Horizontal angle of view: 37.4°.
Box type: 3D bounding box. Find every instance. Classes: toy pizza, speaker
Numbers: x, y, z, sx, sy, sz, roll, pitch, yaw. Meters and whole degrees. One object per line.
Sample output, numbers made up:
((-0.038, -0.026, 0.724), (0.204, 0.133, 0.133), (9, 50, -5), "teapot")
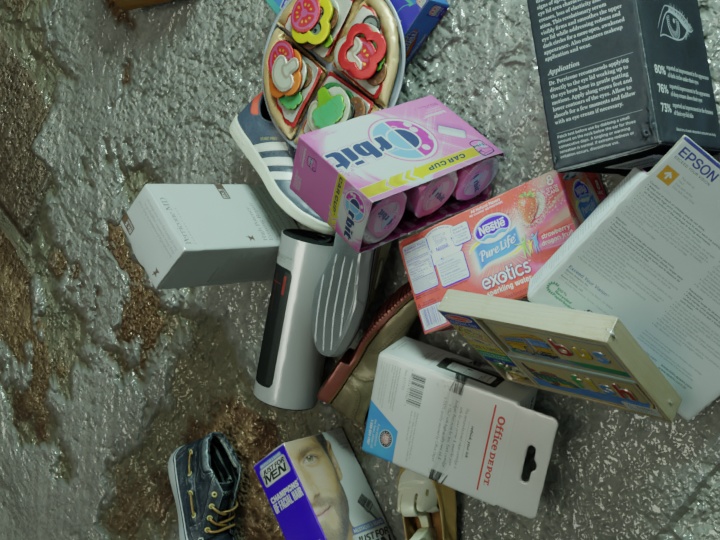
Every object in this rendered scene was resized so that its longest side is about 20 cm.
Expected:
((-0.038, -0.226, 1.168), (0.198, 0.032, 0.204), (1, 91, 35), "toy pizza")
((-0.071, 0.055, 1.247), (0.080, 0.081, 0.203), (21, 105, 36), "speaker")

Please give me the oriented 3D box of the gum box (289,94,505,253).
((0.041, -0.103, 1.076), (0.113, 0.198, 0.067), (42, 137, 29), "gum box")

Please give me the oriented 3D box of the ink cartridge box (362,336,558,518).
((0.109, 0.159, 1.094), (0.197, 0.068, 0.118), (19, 110, 24), "ink cartridge box")

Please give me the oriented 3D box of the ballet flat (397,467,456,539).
((0.072, 0.276, 1.154), (0.068, 0.063, 0.204), (-14, 84, 38), "ballet flat")

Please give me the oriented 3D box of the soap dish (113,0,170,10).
((-0.273, -0.453, 1.381), (0.156, 0.081, 0.204), (1, 92, 39), "soap dish")

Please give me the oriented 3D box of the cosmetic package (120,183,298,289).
((-0.169, -0.043, 1.243), (0.074, 0.199, 0.102), (-48, 65, 30), "cosmetic package")

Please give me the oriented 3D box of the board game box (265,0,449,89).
((-0.011, -0.304, 1.198), (0.201, 0.045, 0.153), (53, 122, 25), "board game box")

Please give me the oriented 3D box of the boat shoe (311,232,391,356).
((0.000, 0.000, 1.185), (0.072, 0.061, 0.203), (23, 101, 45), "boat shoe")

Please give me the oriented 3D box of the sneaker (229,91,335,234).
((-0.075, -0.134, 1.245), (0.085, 0.075, 0.201), (-48, 68, 22), "sneaker")

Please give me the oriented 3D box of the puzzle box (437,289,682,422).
((0.176, 0.074, 0.960), (0.198, 0.133, 0.026), (9, 61, 50), "puzzle box")

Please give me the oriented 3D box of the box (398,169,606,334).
((0.148, -0.017, 1.053), (0.198, 0.094, 0.104), (-25, 77, 37), "box")

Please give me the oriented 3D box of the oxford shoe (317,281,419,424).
((0.034, 0.087, 1.186), (0.074, 0.071, 0.201), (38, 116, 0), "oxford shoe")

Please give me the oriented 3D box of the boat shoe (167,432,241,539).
((-0.187, 0.312, 1.360), (0.090, 0.070, 0.203), (-32, 71, 40), "boat shoe")

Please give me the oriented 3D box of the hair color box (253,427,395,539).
((-0.029, 0.289, 1.207), (0.065, 0.109, 0.202), (-40, 69, 32), "hair color box")

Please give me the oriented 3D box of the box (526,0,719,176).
((0.233, -0.193, 0.942), (0.103, 0.147, 0.204), (-12, 84, 39), "box")

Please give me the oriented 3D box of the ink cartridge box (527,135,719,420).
((0.280, 0.007, 0.918), (0.195, 0.043, 0.200), (36, 118, -9), "ink cartridge box")
